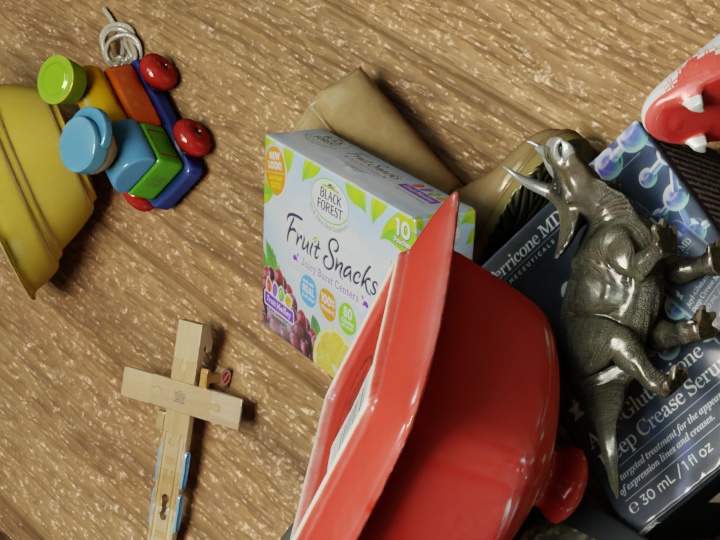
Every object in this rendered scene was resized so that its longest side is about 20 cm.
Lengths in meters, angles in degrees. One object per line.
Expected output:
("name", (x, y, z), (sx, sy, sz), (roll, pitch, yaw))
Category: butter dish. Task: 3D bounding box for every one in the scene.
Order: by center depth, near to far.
("butter dish", (0.057, 0.097, 0.959), (0.200, 0.147, 0.201), (-75, 9, -50))

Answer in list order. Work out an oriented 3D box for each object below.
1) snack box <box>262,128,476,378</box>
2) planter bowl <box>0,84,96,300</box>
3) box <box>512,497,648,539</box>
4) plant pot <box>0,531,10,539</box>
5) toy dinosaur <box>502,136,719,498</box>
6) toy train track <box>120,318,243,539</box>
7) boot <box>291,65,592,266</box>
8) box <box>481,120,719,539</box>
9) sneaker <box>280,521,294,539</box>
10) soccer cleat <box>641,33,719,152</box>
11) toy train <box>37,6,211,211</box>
("snack box", (0.000, 0.000, 1.138), (0.200, 0.053, 0.144), (32, 124, 54))
("planter bowl", (-0.267, -0.085, 1.385), (0.083, 0.201, 0.202), (-24, 65, -6))
("box", (0.115, 0.207, 1.006), (0.106, 0.123, 0.200), (-36, 36, -18))
("plant pot", (-0.393, 0.297, 1.381), (0.186, 0.199, 0.189), (-6, 80, 36))
("toy dinosaur", (0.146, 0.023, 0.964), (0.102, 0.076, 0.202), (-4, 89, 51))
("toy train track", (-0.136, 0.138, 1.316), (0.114, 0.032, 0.202), (13, 97, 31))
("boot", (0.045, -0.077, 1.184), (0.176, 0.066, 0.200), (-53, 55, 19))
("box", (0.190, 0.038, 1.029), (0.148, 0.107, 0.201), (-45, 59, 24))
("sneaker", (0.009, 0.141, 1.187), (0.200, 0.073, 0.080), (-48, 44, 17))
("soccer cleat", (0.248, -0.138, 1.004), (0.199, 0.069, 0.086), (-27, 53, 0))
("toy train", (-0.210, -0.146, 1.357), (0.085, 0.115, 0.201), (-42, 61, 25))
